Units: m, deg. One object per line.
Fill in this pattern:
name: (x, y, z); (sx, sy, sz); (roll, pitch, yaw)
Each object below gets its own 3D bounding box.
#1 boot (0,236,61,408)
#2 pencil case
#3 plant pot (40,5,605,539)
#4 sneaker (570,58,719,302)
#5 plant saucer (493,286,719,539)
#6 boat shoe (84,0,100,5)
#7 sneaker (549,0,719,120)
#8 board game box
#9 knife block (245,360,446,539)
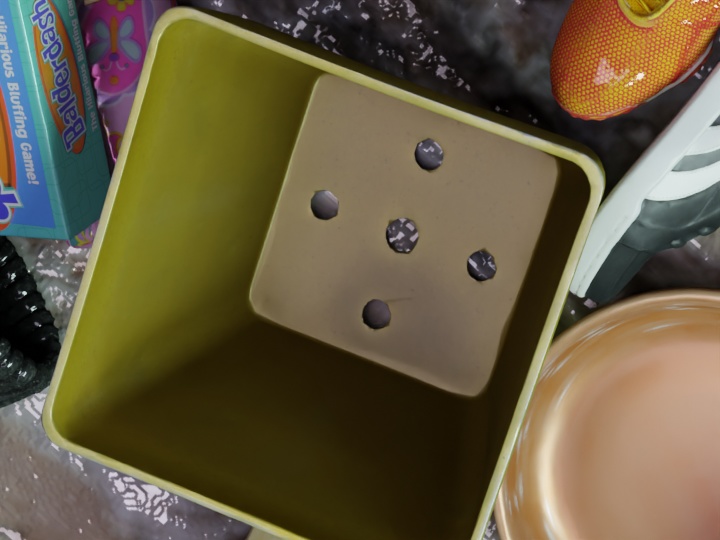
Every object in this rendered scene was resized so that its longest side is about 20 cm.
boot: (-0.263, 0.006, 1.179); (0.157, 0.080, 0.211); (-35, 104, 28)
pencil case: (-0.127, -0.107, 1.110); (0.087, 0.087, 0.202); (-11, 100, 18)
plant pot: (0.000, 0.000, 1.048); (0.199, 0.176, 0.202); (21, 104, 10)
sneaker: (0.186, -0.039, 1.043); (0.112, 0.073, 0.200); (39, 110, 4)
plant saucer: (0.162, 0.102, 1.108); (0.198, 0.037, 0.202); (4, 106, 14)
boat shoe: (-0.042, -0.182, 1.047); (0.198, 0.070, 0.071); (-18, 95, -9)
sneaker: (0.146, -0.151, 1.017); (0.073, 0.077, 0.200); (47, 109, 24)
board game box: (-0.218, -0.096, 1.078); (0.198, 0.045, 0.153); (3, 116, 28)
knife block: (-0.034, 0.164, 1.106); (0.064, 0.176, 0.201); (22, 109, 8)
